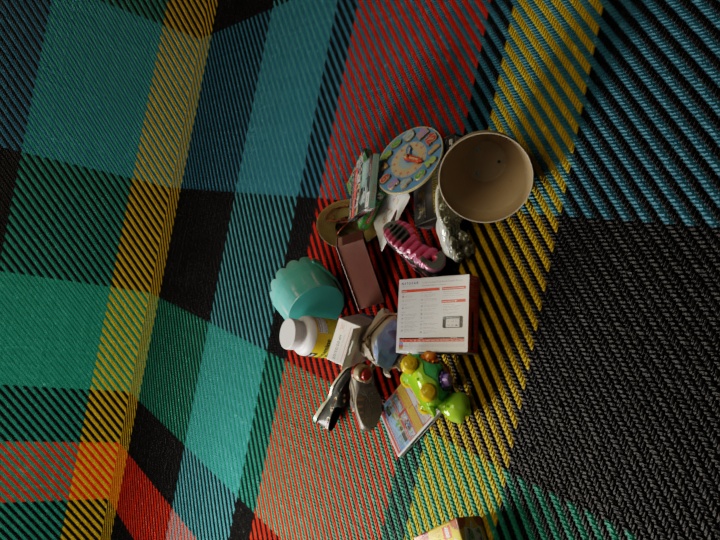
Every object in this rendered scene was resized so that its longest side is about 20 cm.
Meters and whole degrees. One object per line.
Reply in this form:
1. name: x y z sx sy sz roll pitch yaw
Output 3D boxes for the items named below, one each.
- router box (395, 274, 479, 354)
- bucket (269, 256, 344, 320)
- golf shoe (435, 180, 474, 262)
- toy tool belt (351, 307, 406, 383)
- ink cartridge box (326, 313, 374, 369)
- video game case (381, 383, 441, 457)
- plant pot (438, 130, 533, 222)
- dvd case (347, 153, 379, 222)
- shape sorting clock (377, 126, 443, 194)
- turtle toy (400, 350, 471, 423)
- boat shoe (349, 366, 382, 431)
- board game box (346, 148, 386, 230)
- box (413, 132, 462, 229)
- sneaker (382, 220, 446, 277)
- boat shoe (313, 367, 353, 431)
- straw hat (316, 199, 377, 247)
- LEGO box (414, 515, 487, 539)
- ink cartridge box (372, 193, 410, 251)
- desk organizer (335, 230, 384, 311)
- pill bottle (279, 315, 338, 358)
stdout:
1. router box: 0.181 0.106 1.574 0.199 0.049 0.180 -5 76 39
2. bucket: -0.154 0.080 1.964 0.135 0.207 0.208 51 122 45
3. golf shoe: 0.200 -0.118 1.574 0.097 0.078 0.201 19 124 62
4. toy tool belt: 0.064 0.201 1.682 0.123 0.125 0.201 16 75 49
5. ink cartridge box: -0.020 0.181 1.742 0.068 0.200 0.116 20 99 21
6. video game case: 0.125 0.344 1.654 0.200 0.017 0.143 -55 42 29
7. plant pot: 0.275 -0.223 1.480 0.201 0.200 0.135 -58 6 27
8. dvd case: 0.007 -0.217 1.794 0.200 0.022 0.147 155 121 -73
9. shape sorting clock: 0.121 -0.280 1.687 0.199 0.039 0.201 -20 50 25
10. turtle toy: 0.169 0.265 1.522 0.200 0.101 0.146 55 167 23
11. boat shoe: 0.011 0.344 1.768 0.200 0.074 0.073 -96 18 -47
12. board game box: 0.014 -0.230 1.875 0.200 0.029 0.135 -105 33 -43
13. box: 0.201 -0.221 1.675 0.158 0.048 0.201 -19 65 50
14. sneaker: 0.128 -0.043 1.671 0.200 0.079 0.096 45 158 27
15. boat shoe: -0.059 0.356 1.872 0.063 0.074 0.202 32 102 23
16. straw hat: -0.026 -0.110 1.922 0.085 0.200 0.201 78 169 -48
17. LEGO box: 0.208 0.641 1.406 0.149 0.077 0.201 -44 48 39
18. ink cartridge box: 0.091 -0.177 1.774 0.200 0.043 0.174 117 149 -41
19. desk organizer: 0.000 0.000 1.815 0.072 0.077 0.201 -94 -14 -66
20. pill bottle: -0.121 0.188 1.880 0.112 0.199 0.113 -19 66 51
